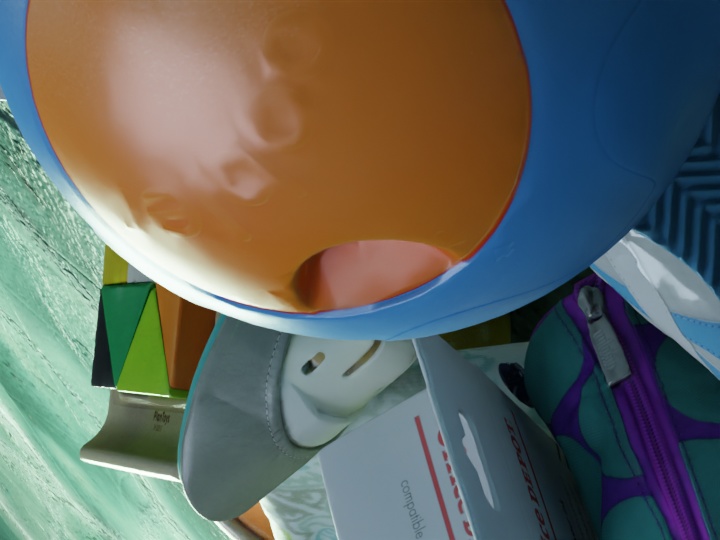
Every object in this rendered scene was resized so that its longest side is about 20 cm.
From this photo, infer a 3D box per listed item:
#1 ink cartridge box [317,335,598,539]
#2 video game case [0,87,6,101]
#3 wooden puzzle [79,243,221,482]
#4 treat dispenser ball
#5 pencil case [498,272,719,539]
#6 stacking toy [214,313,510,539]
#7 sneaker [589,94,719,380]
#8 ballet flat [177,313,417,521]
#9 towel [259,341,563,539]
[{"bbox_3d":[0.052,0.114,0.916,0.200,0.068,0.116,44,-159,-44],"label":"ink cartridge box"},{"bbox_3d":[-0.138,-0.149,0.895,0.022,0.181,0.201,-87,-1,-61],"label":"video game case"},{"bbox_3d":[-0.075,-0.017,1.093,0.037,0.201,0.185,11,175,-18],"label":"wooden puzzle"},{"bbox_3d":[0.000,-0.082,0.708,0.201,0.201,0.201,45,163,18],"label":"treat dispenser ball"},{"bbox_3d":[0.110,0.083,0.848,0.092,0.085,0.200,43,-161,-40],"label":"pencil case"},{"bbox_3d":[0.016,0.031,1.095,0.146,0.146,0.200,49,147,5],"label":"stacking toy"},{"bbox_3d":[0.127,0.005,0.810,0.200,0.076,0.081,47,178,19],"label":"sneaker"},{"bbox_3d":[0.000,0.000,0.922,0.064,0.201,0.067,24,179,38],"label":"ballet flat"},{"bbox_3d":[0.052,0.094,1.035,0.200,0.170,0.048,74,-169,-53],"label":"towel"}]
